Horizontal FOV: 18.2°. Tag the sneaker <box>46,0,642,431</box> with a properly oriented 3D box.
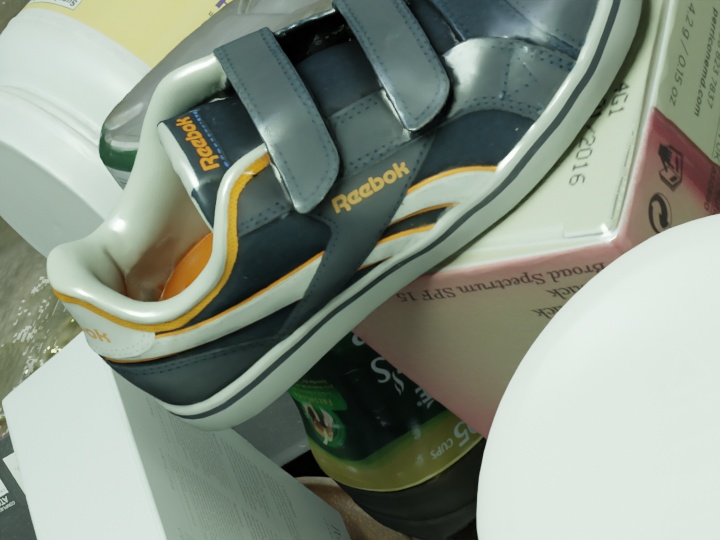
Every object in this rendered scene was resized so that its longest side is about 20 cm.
[{"bbox_3d":[-0.007,-0.039,0.666,0.200,0.079,0.078,-45,40,9],"label":"sneaker"}]

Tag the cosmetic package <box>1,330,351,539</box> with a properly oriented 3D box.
[{"bbox_3d":[-0.039,0.129,0.763,0.052,0.151,0.200,-40,39,13],"label":"cosmetic package"}]

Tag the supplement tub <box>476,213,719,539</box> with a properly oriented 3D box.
[{"bbox_3d":[0.141,0.091,0.641,0.145,0.200,0.146,-25,44,27],"label":"supplement tub"}]

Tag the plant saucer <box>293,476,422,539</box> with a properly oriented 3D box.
[{"bbox_3d":[-0.040,0.177,0.872,0.200,0.037,0.201,-24,46,27],"label":"plant saucer"}]

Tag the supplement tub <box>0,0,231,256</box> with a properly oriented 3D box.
[{"bbox_3d":[-0.071,-0.094,1.001,0.145,0.146,0.200,17,62,48],"label":"supplement tub"}]

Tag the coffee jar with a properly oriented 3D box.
[{"bbox_3d":[0.000,0.000,0.815,0.104,0.200,0.085,-46,29,-22],"label":"coffee jar"}]

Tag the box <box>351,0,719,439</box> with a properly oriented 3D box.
[{"bbox_3d":[0.096,0.002,0.755,0.128,0.200,0.109,-9,54,40],"label":"box"}]

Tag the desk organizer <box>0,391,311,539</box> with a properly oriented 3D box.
[{"bbox_3d":[-0.076,0.062,0.950,0.200,0.072,0.077,-32,6,20],"label":"desk organizer"}]
